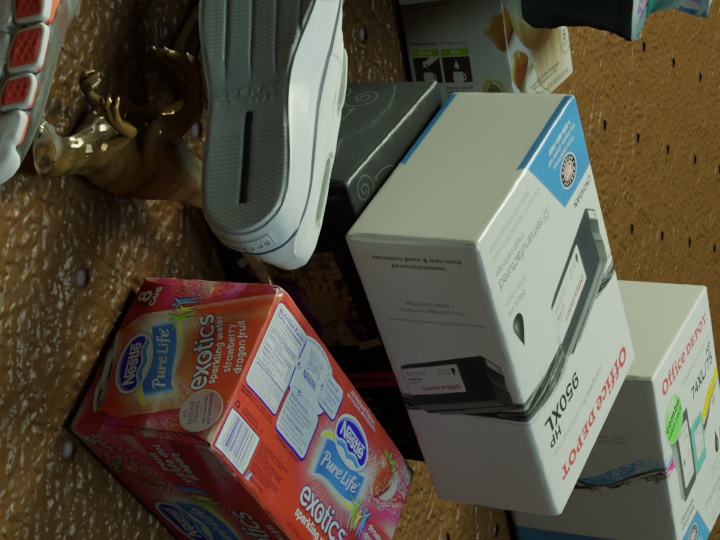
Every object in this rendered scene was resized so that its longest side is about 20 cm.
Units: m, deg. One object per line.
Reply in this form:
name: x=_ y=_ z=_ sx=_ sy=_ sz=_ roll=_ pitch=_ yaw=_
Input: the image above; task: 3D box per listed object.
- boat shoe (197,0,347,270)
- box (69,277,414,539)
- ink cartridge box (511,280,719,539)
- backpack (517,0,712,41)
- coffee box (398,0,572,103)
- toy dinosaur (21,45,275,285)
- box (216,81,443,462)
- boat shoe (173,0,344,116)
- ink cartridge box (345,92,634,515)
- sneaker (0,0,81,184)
boat shoe: x=-0.044 y=-0.097 z=0.784 sx=0.067 sy=0.073 sz=0.201 roll=47 pitch=49 yaw=-61
box: x=-0.058 y=0.101 z=0.847 sx=0.200 sy=0.095 sz=0.100 roll=57 pitch=47 yaw=-46
ink cartridge box: x=0.206 y=0.128 z=1.248 sx=0.147 sy=0.146 sz=0.201 roll=-47 pitch=131 yaw=-48
backpack: x=0.167 y=-0.250 z=0.975 sx=0.200 sy=0.150 sz=0.178 roll=-75 pitch=170 yaw=-66
coffee box: x=0.082 y=-0.214 z=1.070 sx=0.114 sy=0.079 sz=0.201 roll=-45 pitch=130 yaw=-51
toy dinosaur: x=-0.106 y=-0.059 z=0.803 sx=0.200 sy=0.060 sz=0.107 roll=21 pitch=87 yaw=-48
box: x=0.000 y=0.000 z=0.925 sx=0.122 sy=0.106 sz=0.201 roll=-51 pitch=135 yaw=-44
boat shoe: x=-0.039 y=-0.172 z=0.880 sx=0.075 sy=0.068 sz=0.201 roll=51 pitch=50 yaw=-49
ink cartridge box: x=0.083 y=0.019 z=0.880 sx=0.145 sy=0.084 sz=0.200 roll=-55 pitch=137 yaw=-40
sneaker: x=-0.148 y=-0.131 z=0.697 sx=0.082 sy=0.077 sz=0.201 roll=21 pitch=75 yaw=-65
